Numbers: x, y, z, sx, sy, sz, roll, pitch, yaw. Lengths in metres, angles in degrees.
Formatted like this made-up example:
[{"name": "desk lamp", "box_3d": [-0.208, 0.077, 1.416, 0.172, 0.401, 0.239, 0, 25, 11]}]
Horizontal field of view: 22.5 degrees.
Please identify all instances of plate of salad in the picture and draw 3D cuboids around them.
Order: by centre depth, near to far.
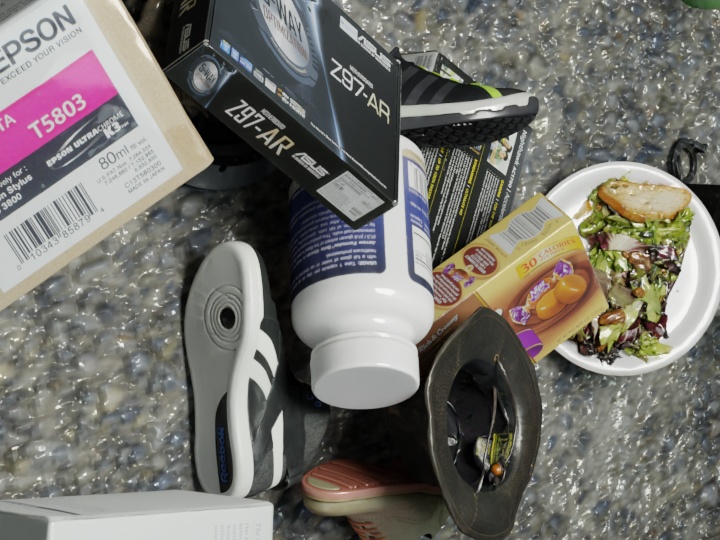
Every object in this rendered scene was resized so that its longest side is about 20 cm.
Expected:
[{"name": "plate of salad", "box_3d": [0.247, -0.002, 1.686, 0.199, 0.048, 0.201, 0, 88, -10]}]

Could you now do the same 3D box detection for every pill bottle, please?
[{"name": "pill bottle", "box_3d": [0.000, 0.000, 1.402, 0.111, 0.111, 0.201, 27, 51, -42]}]

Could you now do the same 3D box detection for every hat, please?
[{"name": "hat", "box_3d": [0.072, 0.121, 1.450, 0.200, 0.081, 0.201, -5, 96, -60]}]

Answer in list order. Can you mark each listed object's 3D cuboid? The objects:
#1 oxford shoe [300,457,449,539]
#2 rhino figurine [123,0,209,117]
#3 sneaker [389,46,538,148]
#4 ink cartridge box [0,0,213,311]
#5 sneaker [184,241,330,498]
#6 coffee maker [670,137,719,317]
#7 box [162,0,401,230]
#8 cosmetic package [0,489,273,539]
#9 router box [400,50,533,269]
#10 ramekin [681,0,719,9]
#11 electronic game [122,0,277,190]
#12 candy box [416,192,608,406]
[{"name": "oxford shoe", "box_3d": [0.019, 0.197, 1.492, 0.200, 0.071, 0.074, 8, 98, -51]}, {"name": "rhino figurine", "box_3d": [-0.164, -0.163, 1.294, 0.200, 0.060, 0.088, 23, 80, -22]}, {"name": "sneaker", "box_3d": [0.046, -0.146, 1.473, 0.199, 0.072, 0.083, -5, 75, -8]}, {"name": "ink cartridge box", "box_3d": [-0.224, -0.089, 1.208, 0.200, 0.075, 0.165, -37, 118, -13]}, {"name": "sneaker", "box_3d": [-0.075, 0.073, 1.413, 0.112, 0.073, 0.201, -7, 103, -48]}, {"name": "coffee maker", "box_3d": [0.377, -0.040, 1.770, 0.134, 0.200, 0.193, 3, 88, -46]}, {"name": "box", "box_3d": [-0.051, -0.146, 1.312, 0.200, 0.043, 0.161, 40, 36, -31]}, {"name": "cosmetic package", "box_3d": [-0.173, 0.261, 1.270, 0.200, 0.123, 0.200, 4, 87, -44]}, {"name": "router box", "box_3d": [0.067, -0.066, 1.562, 0.149, 0.051, 0.201, 33, 67, -42]}, {"name": "ramekin", "box_3d": [0.369, -0.360, 1.771, 0.098, 0.200, 0.200, 46, 59, -26]}, {"name": "electronic game", "box_3d": [-0.111, -0.162, 1.389, 0.199, 0.042, 0.201, -2, 94, -37]}, {"name": "candy box", "box_3d": [0.102, 0.040, 1.522, 0.200, 0.056, 0.117, -37, 132, -9]}]
